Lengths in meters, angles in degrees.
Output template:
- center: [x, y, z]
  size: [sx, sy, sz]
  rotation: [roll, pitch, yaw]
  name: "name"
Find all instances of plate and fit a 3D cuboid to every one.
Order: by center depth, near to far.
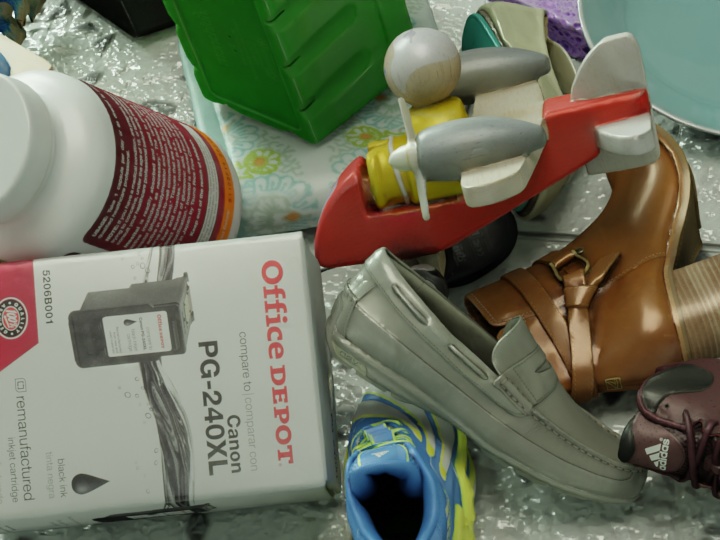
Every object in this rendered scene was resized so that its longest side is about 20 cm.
- center: [0.236, -0.159, 1.776]
  size: [0.199, 0.026, 0.201]
  rotation: [3, 56, -4]
  name: "plate"

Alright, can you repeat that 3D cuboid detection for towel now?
- center: [-0.022, -0.105, 1.766]
  size: [0.170, 0.048, 0.201]
  rotation: [-12, 44, -3]
  name: "towel"

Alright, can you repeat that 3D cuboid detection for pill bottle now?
- center: [-0.165, -0.051, 1.609]
  size: [0.112, 0.200, 0.114]
  rotation: [-7, 75, 29]
  name: "pill bottle"

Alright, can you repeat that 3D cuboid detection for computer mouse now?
- center: [0.000, 0.000, 1.664]
  size: [0.199, 0.034, 0.059]
  rotation: [-15, 65, -8]
  name: "computer mouse"

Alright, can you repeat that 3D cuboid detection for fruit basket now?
- center: [-0.019, -0.207, 1.692]
  size: [0.155, 0.216, 0.216]
  rotation: [23, 52, 26]
  name: "fruit basket"

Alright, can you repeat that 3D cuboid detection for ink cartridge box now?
- center: [-0.116, 0.063, 1.537]
  size: [0.198, 0.083, 0.146]
  rotation: [-6, 80, 2]
  name: "ink cartridge box"

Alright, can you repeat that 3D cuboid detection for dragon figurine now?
- center: [-0.257, -0.200, 1.831]
  size: [0.099, 0.200, 0.059]
  rotation: [27, 71, -4]
  name: "dragon figurine"

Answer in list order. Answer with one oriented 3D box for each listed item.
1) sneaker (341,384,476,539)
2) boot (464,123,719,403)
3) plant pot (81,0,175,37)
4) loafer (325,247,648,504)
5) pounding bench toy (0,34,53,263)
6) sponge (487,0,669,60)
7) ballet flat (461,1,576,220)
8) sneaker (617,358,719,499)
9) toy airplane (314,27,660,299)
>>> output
- center: [0.026, 0.111, 1.495]
  size: [0.075, 0.105, 0.201]
  rotation: [-8, 44, 0]
  name: "sneaker"
- center: [0.133, -0.005, 1.627]
  size: [0.154, 0.074, 0.200]
  rotation: [-20, 40, -3]
  name: "boot"
- center: [-0.147, -0.281, 1.870]
  size: [0.177, 0.201, 0.199]
  rotation: [-42, 53, -17]
  name: "plant pot"
- center: [0.076, 0.060, 1.519]
  size: [0.199, 0.070, 0.070]
  rotation: [30, 15, -4]
  name: "loafer"
- center: [-0.288, -0.086, 1.705]
  size: [0.199, 0.157, 0.124]
  rotation: [30, 55, 33]
  name: "pounding bench toy"
- center: [0.190, -0.213, 1.857]
  size: [0.111, 0.030, 0.200]
  rotation: [30, 55, 32]
  name: "sponge"
- center: [0.114, -0.102, 1.736]
  size: [0.069, 0.070, 0.201]
  rotation: [-10, 42, -2]
  name: "ballet flat"
- center: [0.197, 0.116, 1.475]
  size: [0.115, 0.076, 0.200]
  rotation: [5, 33, -11]
  name: "sneaker"
- center: [0.072, -0.083, 1.575]
  size: [0.199, 0.142, 0.200]
  rotation: [-41, 13, -29]
  name: "toy airplane"
